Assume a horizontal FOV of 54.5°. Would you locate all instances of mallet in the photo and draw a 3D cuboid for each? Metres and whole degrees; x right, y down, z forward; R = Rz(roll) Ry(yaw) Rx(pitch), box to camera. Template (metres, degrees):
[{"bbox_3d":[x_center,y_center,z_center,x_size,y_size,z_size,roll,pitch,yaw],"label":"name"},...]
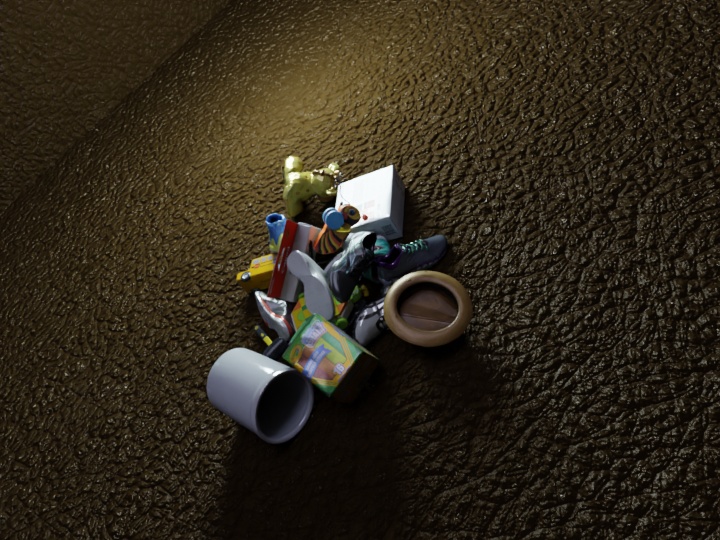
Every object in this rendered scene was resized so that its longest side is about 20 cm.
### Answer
[{"bbox_3d":[-0.228,0.169,1.763,0.066,0.041,0.200,-42,26,-1],"label":"mallet"}]

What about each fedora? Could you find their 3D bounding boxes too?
[{"bbox_3d":[0.151,0.096,1.562,0.199,0.082,0.202,-5,59,8],"label":"fedora"}]

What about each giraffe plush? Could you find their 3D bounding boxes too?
[{"bbox_3d":[-0.137,-0.253,2.032,0.161,0.200,0.174,-1,81,2],"label":"giraffe plush"}]

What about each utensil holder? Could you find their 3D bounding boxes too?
[{"bbox_3d":[-0.234,0.280,1.600,0.199,0.170,0.170,15,62,42],"label":"utensil holder"}]

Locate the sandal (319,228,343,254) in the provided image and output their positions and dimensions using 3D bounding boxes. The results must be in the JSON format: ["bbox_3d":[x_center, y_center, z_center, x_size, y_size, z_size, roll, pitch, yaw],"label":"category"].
[{"bbox_3d":[-0.106,-0.085,1.887,0.200,0.081,0.055,23,109,55],"label":"sandal"}]

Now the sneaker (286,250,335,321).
[{"bbox_3d":[-0.099,0.037,1.692,0.075,0.088,0.201,-40,63,23],"label":"sneaker"}]

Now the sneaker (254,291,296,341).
[{"bbox_3d":[-0.206,0.110,1.818,0.082,0.077,0.200,-27,43,-22],"label":"sneaker"}]

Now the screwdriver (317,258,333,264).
[{"bbox_3d":[-0.050,-0.038,1.876,0.199,0.028,0.029,-15,16,30],"label":"screwdriver"}]

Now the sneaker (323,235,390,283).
[{"bbox_3d":[0.000,0.000,1.766,0.199,0.084,0.121,-34,33,0],"label":"sneaker"}]

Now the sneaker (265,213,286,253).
[{"bbox_3d":[-0.214,-0.104,1.874,0.075,0.106,0.200,-20,9,-14],"label":"sneaker"}]

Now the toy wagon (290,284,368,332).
[{"bbox_3d":[-0.075,0.085,1.710,0.199,0.040,0.156,-30,43,6],"label":"toy wagon"}]

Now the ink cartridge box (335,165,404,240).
[{"bbox_3d":[0.024,-0.166,1.892,0.175,0.084,0.201,-15,46,24],"label":"ink cartridge box"}]

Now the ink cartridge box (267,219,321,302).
[{"bbox_3d":[-0.164,-0.021,1.764,0.043,0.174,0.201,14,90,13],"label":"ink cartridge box"}]

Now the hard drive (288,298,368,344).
[{"bbox_3d":[-0.081,0.145,1.717,0.139,0.038,0.200,15,62,41],"label":"hard drive"}]

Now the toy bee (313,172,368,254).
[{"bbox_3d":[-0.039,-0.125,1.768,0.131,0.108,0.201,-93,26,-58],"label":"toy bee"}]

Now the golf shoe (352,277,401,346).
[{"bbox_3d":[0.062,0.105,1.633,0.094,0.078,0.200,24,69,43],"label":"golf shoe"}]

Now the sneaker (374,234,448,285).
[{"bbox_3d":[0.126,-0.041,1.697,0.199,0.088,0.074,-33,47,-12],"label":"sneaker"}]

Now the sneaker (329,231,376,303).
[{"bbox_3d":[-0.016,-0.015,1.670,0.079,0.075,0.201,-11,52,40],"label":"sneaker"}]

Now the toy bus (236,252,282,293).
[{"bbox_3d":[-0.241,-0.001,1.928,0.199,0.065,0.079,-15,46,21],"label":"toy bus"}]

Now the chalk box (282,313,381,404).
[{"bbox_3d":[-0.079,0.185,1.563,0.200,0.124,0.125,34,88,28],"label":"chalk box"}]
